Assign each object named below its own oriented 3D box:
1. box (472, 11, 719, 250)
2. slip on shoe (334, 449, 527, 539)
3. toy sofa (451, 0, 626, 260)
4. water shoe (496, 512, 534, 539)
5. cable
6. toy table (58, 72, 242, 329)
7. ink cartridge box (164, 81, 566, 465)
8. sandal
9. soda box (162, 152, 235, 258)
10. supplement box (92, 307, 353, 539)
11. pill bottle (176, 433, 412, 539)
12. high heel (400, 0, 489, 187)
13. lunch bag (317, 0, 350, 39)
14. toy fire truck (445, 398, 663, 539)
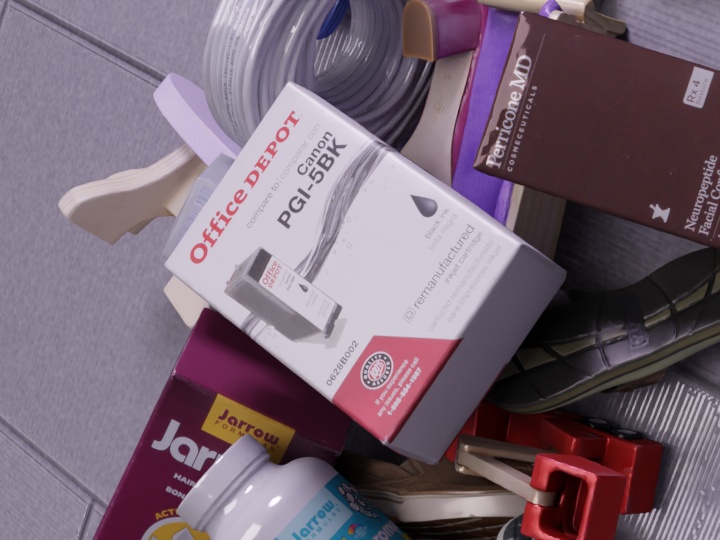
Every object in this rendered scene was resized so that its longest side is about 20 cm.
[{"bbox_3d":[0.177,-0.076,1.225,0.199,0.075,0.101,18,97,16],"label":"box"},{"bbox_3d":[0.048,0.147,1.394,0.200,0.076,0.061,-12,63,51],"label":"slip on shoe"},{"bbox_3d":[0.095,-0.081,1.346,0.083,0.097,0.201,15,96,33],"label":"toy sofa"},{"bbox_3d":[0.154,0.235,1.281,0.200,0.071,0.079,54,158,24],"label":"water shoe"},{"bbox_3d":[-0.017,-0.157,1.408,0.069,0.200,0.201,32,106,36],"label":"cable"},{"bbox_3d":[-0.118,-0.047,1.526,0.117,0.184,0.200,-49,33,9],"label":"toy table"},{"bbox_3d":[0.000,0.000,1.280,0.200,0.083,0.147,36,94,28],"label":"ink cartridge box"},{"bbox_3d":[0.164,0.046,1.285,0.200,0.057,0.080,-18,50,23],"label":"sandal"},{"bbox_3d":[-0.026,-0.001,1.404,0.199,0.068,0.064,27,110,2],"label":"soda box"},{"bbox_3d":[-0.098,0.150,1.463,0.103,0.131,0.200,-69,4,-63],"label":"supplement box"},{"bbox_3d":[-0.022,0.196,1.341,0.200,0.111,0.111,41,117,6],"label":"pill bottle"},{"bbox_3d":[0.073,-0.099,1.431,0.067,0.096,0.201,16,116,49],"label":"high heel"},{"bbox_3d":[-0.030,-0.272,1.496,0.201,0.082,0.161,-67,23,13],"label":"lunch bag"},{"bbox_3d":[0.107,0.118,1.280,0.200,0.141,0.049,18,101,45],"label":"toy fire truck"}]
